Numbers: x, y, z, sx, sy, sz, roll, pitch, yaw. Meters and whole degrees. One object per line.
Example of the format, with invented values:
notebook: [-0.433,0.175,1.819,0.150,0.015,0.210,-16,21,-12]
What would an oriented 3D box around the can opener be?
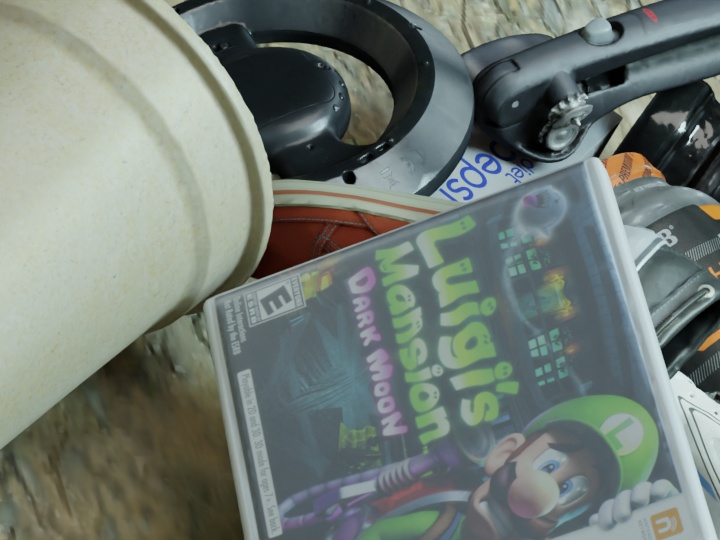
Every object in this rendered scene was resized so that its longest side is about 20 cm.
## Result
can opener: [0.138,-0.111,1.470,0.199,0.064,0.079,-19,59,-18]

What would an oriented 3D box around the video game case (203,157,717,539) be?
video game case: [0.035,0.062,1.173,0.181,0.023,0.201,-20,51,9]

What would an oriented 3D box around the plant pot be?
plant pot: [-0.168,-0.009,1.221,0.200,0.201,0.184,36,51,5]

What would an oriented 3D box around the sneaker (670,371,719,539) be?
sneaker: [0.151,0.077,1.310,0.072,0.072,0.200,-39,77,-4]

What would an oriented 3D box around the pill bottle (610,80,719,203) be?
pill bottle: [0.222,-0.015,1.526,0.200,0.112,0.112,36,39,5]

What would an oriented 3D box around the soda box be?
soda box: [0.054,-0.035,1.473,0.068,0.064,0.200,36,39,9]

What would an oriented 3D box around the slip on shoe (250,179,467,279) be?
slip on shoe: [0.000,0.000,1.281,0.199,0.074,0.062,8,77,20]

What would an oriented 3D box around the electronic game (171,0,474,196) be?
electronic game: [-0.044,-0.076,1.417,0.199,0.042,0.201,-3,41,2]

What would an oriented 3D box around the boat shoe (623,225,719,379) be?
boat shoe: [0.089,0.066,1.219,0.056,0.069,0.200,26,63,18]

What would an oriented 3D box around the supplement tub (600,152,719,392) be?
supplement tub: [0.162,0.046,1.414,0.122,0.123,0.200,-18,60,-43]
